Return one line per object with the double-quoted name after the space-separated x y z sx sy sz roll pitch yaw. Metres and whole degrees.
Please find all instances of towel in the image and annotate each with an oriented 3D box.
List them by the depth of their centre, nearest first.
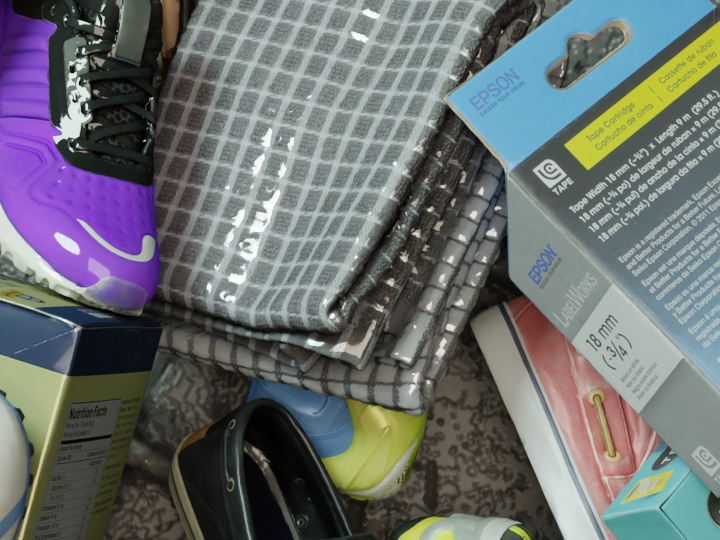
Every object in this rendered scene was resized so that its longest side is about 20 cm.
-0.018 -0.050 1.172 0.165 0.086 0.201 14 71 33 "towel"

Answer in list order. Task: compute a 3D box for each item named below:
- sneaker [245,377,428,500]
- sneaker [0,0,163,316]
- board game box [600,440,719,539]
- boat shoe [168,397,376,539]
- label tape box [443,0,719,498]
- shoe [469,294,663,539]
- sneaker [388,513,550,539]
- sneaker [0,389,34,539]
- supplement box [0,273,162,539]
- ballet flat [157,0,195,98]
0.000 0.000 1.219 0.104 0.076 0.201 18 85 -1 "sneaker"
-0.119 -0.072 1.135 0.069 0.201 0.100 20 121 -37 "sneaker"
0.221 0.132 1.189 0.200 0.047 0.151 50 61 -11 "board game box"
-0.022 0.144 1.153 0.074 0.062 0.201 1 53 -44 "boat shoe"
0.142 -0.025 1.145 0.144 0.063 0.200 -37 77 -29 "label tape box"
0.129 0.091 1.207 0.090 0.071 0.201 -25 73 3 "shoe"
0.039 0.209 1.214 0.076 0.075 0.202 13 93 36 "sneaker"
-0.198 0.126 0.993 0.072 0.072 0.200 42 94 9 "sneaker"
-0.213 0.089 1.100 0.199 0.134 0.201 17 92 9 "supplement box"
-0.106 -0.168 1.231 0.067 0.068 0.202 -11 85 -2 "ballet flat"
